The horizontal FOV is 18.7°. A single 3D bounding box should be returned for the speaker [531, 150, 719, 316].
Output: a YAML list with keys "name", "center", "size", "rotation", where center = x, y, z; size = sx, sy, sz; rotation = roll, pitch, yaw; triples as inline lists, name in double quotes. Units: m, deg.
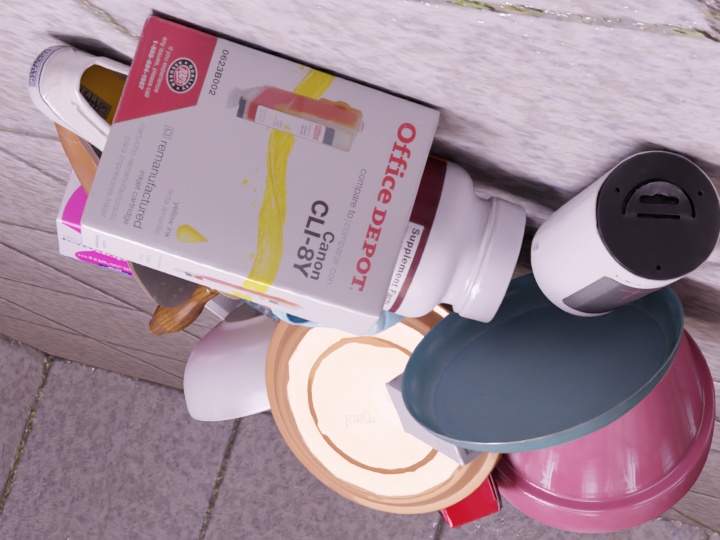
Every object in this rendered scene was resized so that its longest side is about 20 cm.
- name: "speaker"
  center: [0.166, -0.021, 1.389]
  size: [0.081, 0.082, 0.200]
  rotation: [18, 171, -5]

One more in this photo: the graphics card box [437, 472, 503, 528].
- name: "graphics card box"
  center: [0.058, 0.126, 1.792]
  size: [0.051, 0.126, 0.200]
  rotation: [-21, -170, -4]

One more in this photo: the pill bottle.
- name: "pill bottle"
  center: [0.007, -0.035, 1.507]
  size: [0.199, 0.114, 0.113]
  rotation: [18, 171, -6]

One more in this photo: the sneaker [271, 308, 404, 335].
- name: "sneaker"
  center: [-0.052, -0.001, 1.599]
  size: [0.199, 0.074, 0.082]
  rotation: [12, -146, 28]

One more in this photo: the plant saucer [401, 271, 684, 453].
- name: "plant saucer"
  center: [0.126, 0.063, 1.483]
  size: [0.199, 0.200, 0.028]
  rotation: [9, 131, 44]

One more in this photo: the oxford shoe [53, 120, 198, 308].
- name: "oxford shoe"
  center: [-0.177, -0.063, 1.656]
  size: [0.071, 0.071, 0.201]
  rotation: [15, 133, 50]

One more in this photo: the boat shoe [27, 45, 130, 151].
- name: "boat shoe"
  center: [-0.143, -0.101, 1.560]
  size: [0.200, 0.071, 0.070]
  rotation: [34, 166, -39]

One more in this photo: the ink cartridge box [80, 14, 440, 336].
- name: "ink cartridge box"
  center: [-0.064, -0.059, 1.396]
  size: [0.199, 0.146, 0.083]
  rotation: [18, 170, -4]

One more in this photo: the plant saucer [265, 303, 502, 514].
- name: "plant saucer"
  center: [0.017, 0.098, 1.666]
  size: [0.199, 0.201, 0.032]
  rotation: [15, -152, 19]

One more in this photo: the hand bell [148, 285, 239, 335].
- name: "hand bell"
  center: [-0.126, 0.013, 1.853]
  size: [0.104, 0.105, 0.200]
  rotation: [22, 145, -25]

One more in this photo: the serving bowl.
- name: "serving bowl"
  center: [-0.065, 0.056, 1.860]
  size: [0.199, 0.066, 0.200]
  rotation: [-20, -168, 4]

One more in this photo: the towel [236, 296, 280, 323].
- name: "towel"
  center: [0.000, 0.000, 1.664]
  size: [0.146, 0.022, 0.200]
  rotation: [33, 139, -11]

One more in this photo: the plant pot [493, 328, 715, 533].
- name: "plant pot"
  center: [0.184, 0.086, 1.719]
  size: [0.199, 0.201, 0.179]
  rotation: [16, 156, 12]

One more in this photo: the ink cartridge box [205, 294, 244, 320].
- name: "ink cartridge box"
  center: [-0.140, 0.010, 2.039]
  size: [0.176, 0.045, 0.200]
  rotation: [35, 177, 42]

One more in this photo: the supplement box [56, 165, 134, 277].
- name: "supplement box"
  center: [-0.188, -0.058, 1.796]
  size: [0.101, 0.104, 0.200]
  rotation: [18, 170, -4]

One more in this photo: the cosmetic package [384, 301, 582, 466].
- name: "cosmetic package"
  center: [0.122, 0.057, 1.577]
  size: [0.082, 0.200, 0.051]
  rotation: [22, 142, 58]
